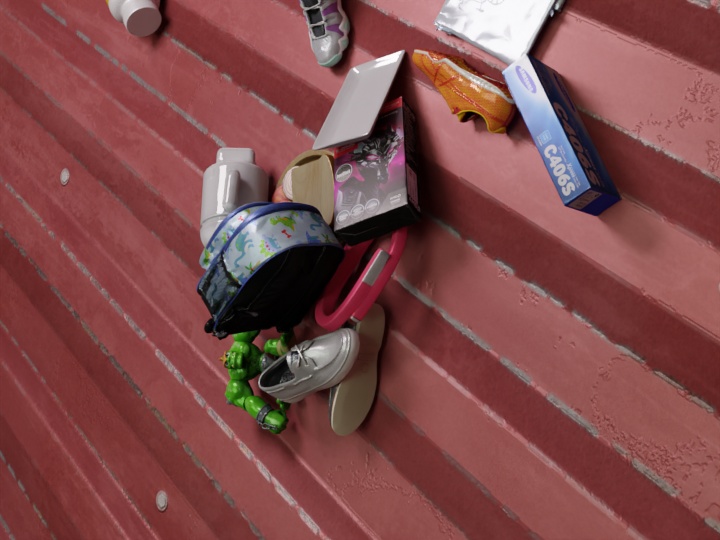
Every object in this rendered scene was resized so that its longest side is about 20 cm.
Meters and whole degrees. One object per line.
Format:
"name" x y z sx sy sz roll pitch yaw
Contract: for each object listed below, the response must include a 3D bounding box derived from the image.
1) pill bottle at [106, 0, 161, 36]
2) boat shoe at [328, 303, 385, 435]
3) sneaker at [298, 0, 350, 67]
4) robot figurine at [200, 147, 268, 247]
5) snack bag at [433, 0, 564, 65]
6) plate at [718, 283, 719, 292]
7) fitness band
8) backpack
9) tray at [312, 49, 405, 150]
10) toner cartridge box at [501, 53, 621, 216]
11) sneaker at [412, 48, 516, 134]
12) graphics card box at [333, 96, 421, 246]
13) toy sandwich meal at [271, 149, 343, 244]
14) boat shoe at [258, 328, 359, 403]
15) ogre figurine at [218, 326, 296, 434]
"pill bottle" -0.460 -0.560 1.782 0.104 0.103 0.203 -42 60 28
"boat shoe" -0.014 0.142 1.348 0.062 0.070 0.205 12 90 52
"sneaker" -0.085 -0.434 1.426 0.076 0.138 0.205 -10 78 38
"robot figurine" -0.210 -0.102 1.501 0.110 0.170 0.205 0 70 0
"snack bag" 0.209 -0.398 1.253 0.188 0.021 0.203 39 109 37
"plate" 0.504 0.053 0.945 0.199 0.032 0.203 -35 63 32
"fitness band" 0.000 0.000 1.328 0.202 0.037 0.144 -56 21 10
"backpack" -0.135 -0.016 1.331 0.200 0.181 0.149 -47 62 33
"tray" 0.003 -0.250 1.346 0.105 0.022 0.202 -10 42 33
"toner cartridge box" 0.254 -0.172 1.141 0.043 0.094 0.204 -33 65 30
"sneaker" 0.135 -0.257 1.268 0.200 0.072 0.078 44 122 37
"graphics card box" 0.022 -0.145 1.310 0.123 0.051 0.204 -18 55 25
"toy sandwich meal" -0.085 -0.105 1.434 0.202 0.069 0.211 -6 81 39
"boat shoe" -0.080 0.136 1.326 0.198 0.068 0.074 -29 52 44
"ogre figurine" -0.162 0.153 1.460 0.117 0.098 0.205 3 102 22
